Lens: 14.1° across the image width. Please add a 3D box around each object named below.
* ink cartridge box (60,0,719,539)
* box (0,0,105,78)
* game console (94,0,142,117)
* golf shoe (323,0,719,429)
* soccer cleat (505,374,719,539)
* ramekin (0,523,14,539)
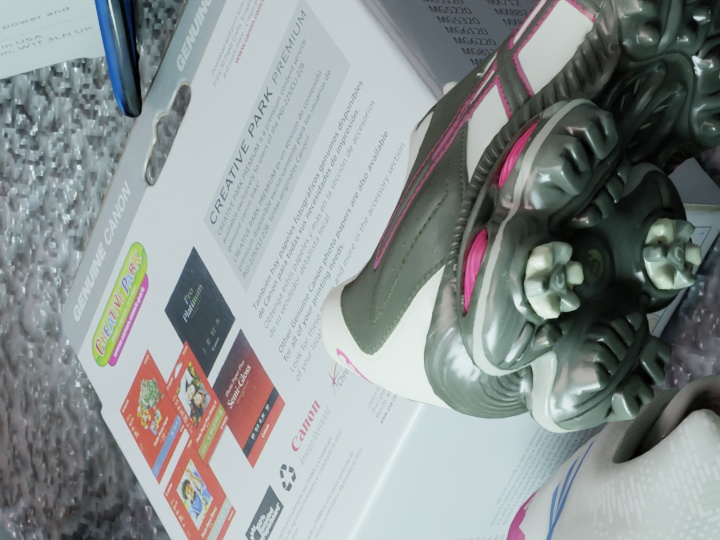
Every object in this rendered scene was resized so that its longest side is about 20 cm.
[{"bbox_3d":[0.000,0.000,0.905,0.176,0.084,0.200,56,133,37],"label":"ink cartridge box"},{"bbox_3d":[-0.200,-0.139,1.005,0.200,0.199,0.131,67,-172,-75],"label":"box"},{"bbox_3d":[-0.052,-0.178,0.946,0.171,0.118,0.200,-36,30,15],"label":"game console"},{"bbox_3d":[0.059,-0.050,0.740,0.088,0.200,0.077,0,137,47],"label":"golf shoe"},{"bbox_3d":[0.084,0.068,0.771,0.086,0.070,0.200,-62,0,2],"label":"soccer cleat"},{"bbox_3d":[-0.176,0.189,1.068,0.098,0.200,0.201,35,120,36],"label":"ramekin"}]
